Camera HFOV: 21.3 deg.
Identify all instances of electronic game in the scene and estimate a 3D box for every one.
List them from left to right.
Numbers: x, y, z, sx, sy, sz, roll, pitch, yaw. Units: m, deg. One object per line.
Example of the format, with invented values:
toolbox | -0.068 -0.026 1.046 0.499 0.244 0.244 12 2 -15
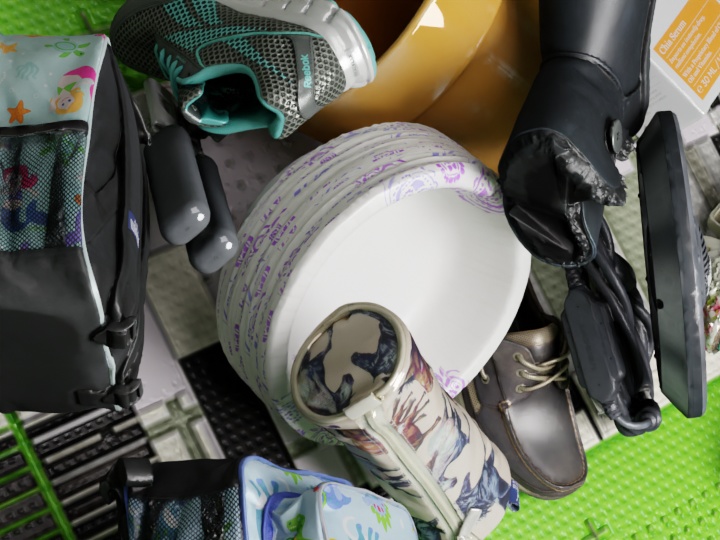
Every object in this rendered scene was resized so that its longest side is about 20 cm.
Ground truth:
electronic game | 0.206 -0.004 1.244 0.042 0.200 0.200 -6 71 6

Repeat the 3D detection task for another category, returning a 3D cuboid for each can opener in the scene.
can opener | -0.102 -0.071 1.173 0.053 0.066 0.200 44 17 -28

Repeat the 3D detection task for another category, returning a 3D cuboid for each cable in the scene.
cable | 0.170 0.014 1.310 0.163 0.051 0.200 -3 75 -72

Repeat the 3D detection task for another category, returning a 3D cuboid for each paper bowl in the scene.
paper bowl | 0.000 0.000 1.193 0.200 0.201 0.104 -13 39 -33

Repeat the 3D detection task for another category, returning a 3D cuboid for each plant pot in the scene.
plant pot | 0.052 -0.152 1.279 0.183 0.200 0.201 31 58 -36

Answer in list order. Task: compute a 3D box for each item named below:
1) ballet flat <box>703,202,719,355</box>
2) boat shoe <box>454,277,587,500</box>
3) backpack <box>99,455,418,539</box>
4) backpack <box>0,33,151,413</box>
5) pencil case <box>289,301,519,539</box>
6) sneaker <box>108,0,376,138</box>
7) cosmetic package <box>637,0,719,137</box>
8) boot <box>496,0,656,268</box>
ballet flat | 0.282 -0.015 1.434 0.064 0.076 0.200 27 50 17
boat shoe | 0.100 0.059 1.285 0.074 0.073 0.200 -24 85 -34
backpack | -0.048 0.211 1.073 0.183 0.147 0.200 30 57 -63
backpack | -0.188 -0.034 1.089 0.150 0.178 0.200 4 60 1
pencil case | 0.028 0.098 1.146 0.090 0.078 0.200 59 4 41
sneaker | -0.091 -0.126 1.163 0.091 0.200 0.078 -49 132 -32
cosmetic package | 0.191 -0.202 1.437 0.200 0.071 0.101 43 57 -9
boot | 0.131 -0.121 1.151 0.168 0.076 0.200 -64 152 -50
